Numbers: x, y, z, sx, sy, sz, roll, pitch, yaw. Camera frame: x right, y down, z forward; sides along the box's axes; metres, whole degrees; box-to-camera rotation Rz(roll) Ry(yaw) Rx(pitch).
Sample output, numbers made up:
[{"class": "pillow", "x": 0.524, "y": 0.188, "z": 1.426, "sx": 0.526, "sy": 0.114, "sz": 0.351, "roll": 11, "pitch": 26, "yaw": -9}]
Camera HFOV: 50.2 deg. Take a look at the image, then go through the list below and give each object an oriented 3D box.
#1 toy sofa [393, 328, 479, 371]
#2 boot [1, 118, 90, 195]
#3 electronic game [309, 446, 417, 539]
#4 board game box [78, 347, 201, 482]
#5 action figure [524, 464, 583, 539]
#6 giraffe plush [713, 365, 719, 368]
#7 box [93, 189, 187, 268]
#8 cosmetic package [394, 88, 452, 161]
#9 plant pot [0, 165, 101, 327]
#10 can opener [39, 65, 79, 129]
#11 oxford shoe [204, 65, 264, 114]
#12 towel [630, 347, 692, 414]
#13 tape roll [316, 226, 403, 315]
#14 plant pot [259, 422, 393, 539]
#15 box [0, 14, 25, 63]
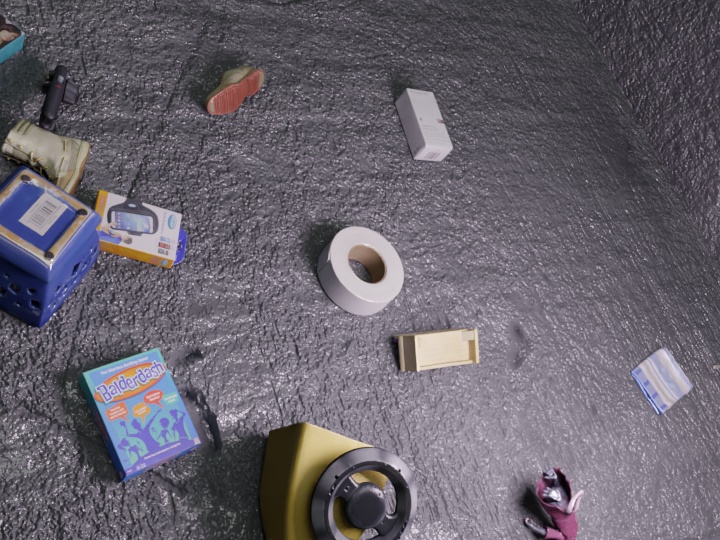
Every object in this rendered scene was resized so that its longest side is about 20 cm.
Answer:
[{"class": "toy sofa", "x": 0.176, "y": 0.185, "z": 1.799, "sx": 0.198, "sy": 0.097, "sz": 0.084, "roll": -3, "pitch": 88, "yaw": -34}, {"class": "boot", "x": -0.632, "y": -0.205, "z": 1.516, "sx": 0.153, "sy": 0.072, "sz": 0.202, "roll": 21, "pitch": 47, "yaw": -21}, {"class": "electronic game", "x": 0.007, "y": 0.407, "z": 1.332, "sx": 0.197, "sy": 0.042, "sz": 0.203, "roll": -1, "pitch": 92, "yaw": -21}, {"class": "board game box", "x": -0.399, "y": 0.257, "z": 1.393, "sx": 0.151, "sy": 0.045, "sz": 0.202, "roll": -18, "pitch": 72, "yaw": -39}, {"class": "action figure", "x": 0.453, "y": 0.535, "z": 1.702, "sx": 0.134, "sy": 0.148, "sz": 0.202, "roll": -36, "pitch": 116, "yaw": -33}, {"class": "giraffe plush", "x": 1.157, "y": 0.349, "z": 2.265, "sx": 0.172, "sy": 0.198, "sz": 0.164, "roll": 35, "pitch": 49, "yaw": -42}, {"class": "box", "x": -0.451, "y": -0.081, "z": 1.577, "sx": 0.198, "sy": 0.042, "sz": 0.120, "roll": 15, "pitch": 55, "yaw": -22}, {"class": "cosmetic package", "x": 0.178, "y": -0.411, "z": 2.172, "sx": 0.101, "sy": 0.074, "sz": 0.202, "roll": -1, "pitch": 64, "yaw": -34}, {"class": "plant pot", "x": -0.589, "y": -0.053, "z": 1.375, "sx": 0.199, "sy": 0.180, "sz": 0.201, "roll": 33, "pitch": 49, "yaw": -9}, {"class": "can opener", "x": -0.632, "y": -0.363, "z": 1.594, "sx": 0.078, "sy": 0.064, "sz": 0.201, "roll": 16, "pitch": 34, "yaw": -19}, {"class": "oxford shoe", "x": -0.322, "y": -0.444, "z": 1.885, "sx": 0.073, "sy": 0.071, "sz": 0.200, "roll": 28, "pitch": 45, "yaw": 19}, {"class": "towel", "x": 0.861, "y": 0.312, "z": 2.191, "sx": 0.199, "sy": 0.024, "sz": 0.148, "roll": -21, "pitch": 74, "yaw": -39}, {"class": "tape roll", "x": 0.000, "y": 0.000, "z": 1.797, "sx": 0.200, "sy": 0.071, "sz": 0.205, "roll": 16, "pitch": 55, "yaw": -24}, {"class": "plant pot", "x": -0.079, "y": 0.414, "z": 1.414, "sx": 0.194, "sy": 0.194, "sz": 0.202, "roll": 22, "pitch": 66, "yaw": -19}, {"class": "box", "x": -0.792, "y": -0.453, "z": 1.583, "sx": 0.082, "sy": 0.049, "sz": 0.201, "roll": 36, "pitch": 49, "yaw": -8}]
